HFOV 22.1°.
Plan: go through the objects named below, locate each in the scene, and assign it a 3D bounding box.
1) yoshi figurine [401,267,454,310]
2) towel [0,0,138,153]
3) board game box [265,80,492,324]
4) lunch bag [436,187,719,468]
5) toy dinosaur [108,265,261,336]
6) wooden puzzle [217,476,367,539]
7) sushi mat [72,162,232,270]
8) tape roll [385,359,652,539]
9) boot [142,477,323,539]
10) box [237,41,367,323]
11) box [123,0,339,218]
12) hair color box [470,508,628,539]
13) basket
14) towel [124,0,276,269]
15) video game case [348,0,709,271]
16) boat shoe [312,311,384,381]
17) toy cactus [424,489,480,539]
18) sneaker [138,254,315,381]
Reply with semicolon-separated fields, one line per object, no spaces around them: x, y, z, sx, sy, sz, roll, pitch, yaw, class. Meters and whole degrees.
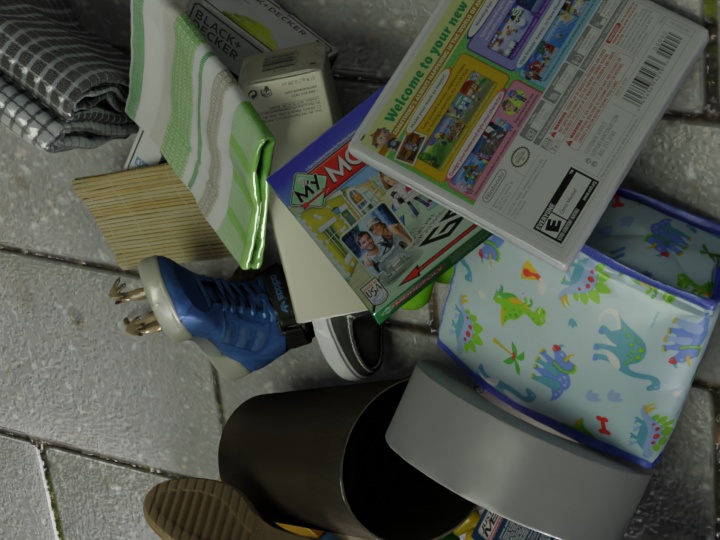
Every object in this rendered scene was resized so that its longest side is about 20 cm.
0.076;-0.064;1.430;0.112;0.113;0.201;13;116;-20;yoshi figurine
-0.263;-0.174;1.526;0.165;0.200;0.086;34;105;9;towel
0.050;-0.075;1.325;0.135;0.200;0.029;50;177;19;board game box
0.164;0.024;1.378;0.199;0.128;0.171;21;126;11;lunch bag
-0.172;0.036;1.646;0.200;0.101;0.058;-23;71;38;toy dinosaur
-0.071;0.263;1.741;0.185;0.037;0.200;40;131;10;wooden puzzle
-0.169;-0.046;1.569;0.200;0.012;0.096;-6;122;48;sushi mat
0.122;0.141;1.423;0.200;0.200;0.066;26;96;21;tape roll
-0.087;0.258;1.581;0.199;0.073;0.167;18;151;14;boot
-0.038;-0.068;1.422;0.068;0.082;0.201;-11;111;5;box
-0.111;-0.132;1.525;0.117;0.060;0.200;39;131;10;box
0.181;0.237;1.439;0.061;0.100;0.200;-63;29;5;hair color box
-0.018;0.160;1.571;0.200;0.180;0.137;-6;95;46;basket
-0.127;-0.113;1.413;0.200;0.031;0.150;54;152;33;towel
0.118;-0.125;1.302;0.182;0.200;0.022;30;171;18;video game case
0.000;0.000;1.524;0.066;0.070;0.201;4;110;35;boat shoe
0.091;0.291;1.617;0.200;0.102;0.165;51;143;-12;toy cactus
-0.101;0.023;1.541;0.111;0.200;0.077;-25;58;9;sneaker
